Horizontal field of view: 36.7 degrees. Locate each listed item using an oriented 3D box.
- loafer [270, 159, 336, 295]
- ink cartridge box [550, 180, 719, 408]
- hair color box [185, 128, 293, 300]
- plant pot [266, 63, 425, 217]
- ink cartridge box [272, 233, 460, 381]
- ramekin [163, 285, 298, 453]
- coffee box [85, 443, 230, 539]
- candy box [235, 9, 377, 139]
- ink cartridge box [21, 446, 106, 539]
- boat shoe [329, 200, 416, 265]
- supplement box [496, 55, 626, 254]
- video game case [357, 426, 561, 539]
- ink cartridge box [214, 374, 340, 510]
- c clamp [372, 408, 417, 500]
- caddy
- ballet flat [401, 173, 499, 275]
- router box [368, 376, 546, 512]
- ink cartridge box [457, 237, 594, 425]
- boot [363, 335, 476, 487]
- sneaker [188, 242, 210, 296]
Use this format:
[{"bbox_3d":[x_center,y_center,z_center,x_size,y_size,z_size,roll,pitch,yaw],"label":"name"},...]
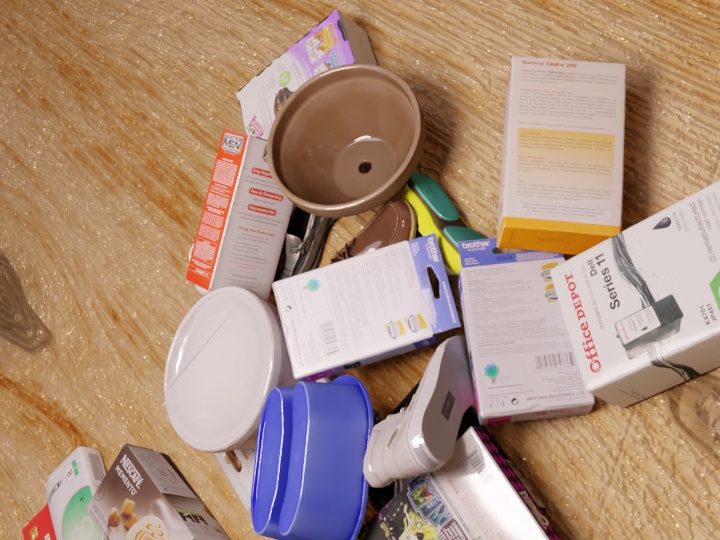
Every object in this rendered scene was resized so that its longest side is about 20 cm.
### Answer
[{"bbox_3d":[-0.079,-0.058,1.437,0.072,0.063,0.201,33,95,42],"label":"loafer"},{"bbox_3d":[0.302,0.028,1.066,0.199,0.083,0.148,-31,55,28],"label":"ink cartridge box"},{"bbox_3d":[-0.147,-0.070,1.398,0.061,0.101,0.202,21,96,46],"label":"hair color box"},{"bbox_3d":[-0.008,-0.147,1.345,0.199,0.093,0.203,-8,66,18],"label":"plant pot"},{"bbox_3d":[0.008,0.043,1.243,0.198,0.042,0.120,-19,69,10],"label":"ink cartridge box"},{"bbox_3d":[-0.145,0.127,1.339,0.201,0.094,0.204,-15,67,38],"label":"ramekin"},{"bbox_3d":[-0.266,0.336,1.427,0.200,0.079,0.115,41,101,42],"label":"coffee box"},{"bbox_3d":[-0.066,-0.227,1.489,0.199,0.071,0.169,-34,54,25],"label":"candy box"},{"bbox_3d":[-0.435,0.380,1.576,0.200,0.050,0.162,-42,51,17],"label":"ink cartridge box"},{"bbox_3d":[0.000,0.000,1.317,0.201,0.067,0.072,-58,41,24],"label":"boat shoe"},{"bbox_3d":[0.216,-0.123,1.171,0.125,0.074,0.202,5,73,4],"label":"supplement box"},{"bbox_3d":[0.110,0.292,1.089,0.181,0.036,0.201,-46,60,18],"label":"video game case"},{"bbox_3d":[-0.110,0.181,1.388,0.201,0.047,0.160,-54,48,17],"label":"ink cartridge box"},{"bbox_3d":[-0.004,0.253,1.216,0.170,0.027,0.202,20,91,41],"label":"c clamp"},{"bbox_3d":[-0.043,0.210,1.176,0.141,0.104,0.202,-19,62,58],"label":"caddy"},{"bbox_3d":[0.102,-0.036,1.285,0.200,0.066,0.067,55,131,42],"label":"ballet flat"},{"bbox_3d":[0.089,0.234,1.185,0.149,0.051,0.200,-50,48,16],"label":"router box"},{"bbox_3d":[0.171,0.059,1.157,0.118,0.042,0.202,-6,66,-1],"label":"ink cartridge box"},{"bbox_3d":[0.062,0.146,1.139,0.095,0.074,0.200,-29,13,32],"label":"boot"},{"bbox_3d":[-0.171,-0.046,1.484,0.075,0.104,0.202,2,73,42],"label":"sneaker"}]
